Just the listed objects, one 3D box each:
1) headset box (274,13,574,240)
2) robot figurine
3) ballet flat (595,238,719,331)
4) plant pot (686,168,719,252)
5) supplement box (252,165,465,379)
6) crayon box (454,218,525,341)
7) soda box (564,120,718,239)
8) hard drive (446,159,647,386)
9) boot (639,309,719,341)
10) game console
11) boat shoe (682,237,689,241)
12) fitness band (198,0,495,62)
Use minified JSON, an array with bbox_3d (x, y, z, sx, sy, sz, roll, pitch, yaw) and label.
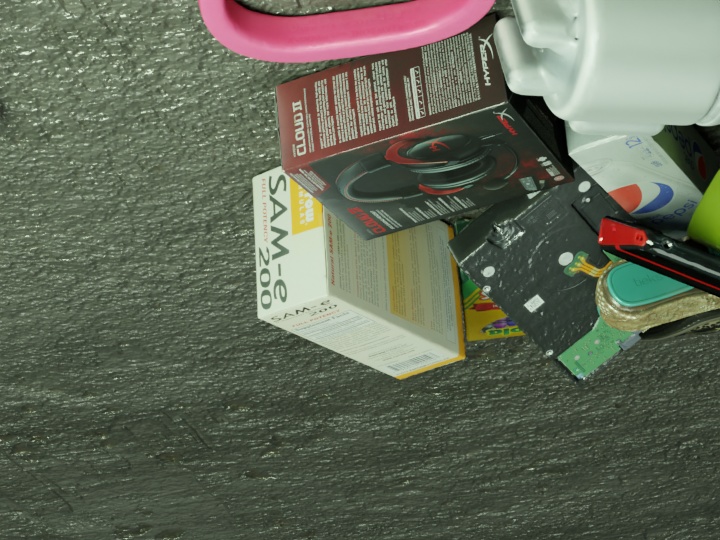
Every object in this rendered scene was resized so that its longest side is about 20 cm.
[{"bbox_3d":[0.039,-0.098,1.317,0.198,0.076,0.149,-15,154,20],"label":"headset box"},{"bbox_3d":[0.192,-0.155,1.179,0.198,0.114,0.170,2,141,-14],"label":"robot figurine"},{"bbox_3d":[0.284,0.005,1.477,0.198,0.071,0.065,-10,156,-11],"label":"ballet flat"},{"bbox_3d":[0.395,-0.057,1.304,0.198,0.183,0.200,18,-173,-40],"label":"plant pot"},{"bbox_3d":[0.000,0.000,1.464,0.073,0.127,0.199,-19,152,31],"label":"supplement box"},{"bbox_3d":[0.153,0.011,1.610,0.126,0.051,0.200,-7,156,3],"label":"crayon box"},{"bbox_3d":[0.223,-0.090,1.383,0.063,0.069,0.200,-17,154,24],"label":"soda box"},{"bbox_3d":[0.180,-0.003,1.483,0.139,0.038,0.200,-39,129,10],"label":"hard drive"},{"bbox_3d":[0.338,0.032,1.667,0.199,0.074,0.150,-19,158,39],"label":"boot"},{"bbox_3d":[0.284,0.004,1.351,0.198,0.031,0.177,21,179,-4],"label":"game console"},{"bbox_3d":[0.366,-0.040,1.520,0.199,0.070,0.073,-24,150,35],"label":"boat shoe"},{"bbox_3d":[-0.008,-0.186,1.163,0.198,0.038,0.144,-6,156,4],"label":"fitness band"}]
